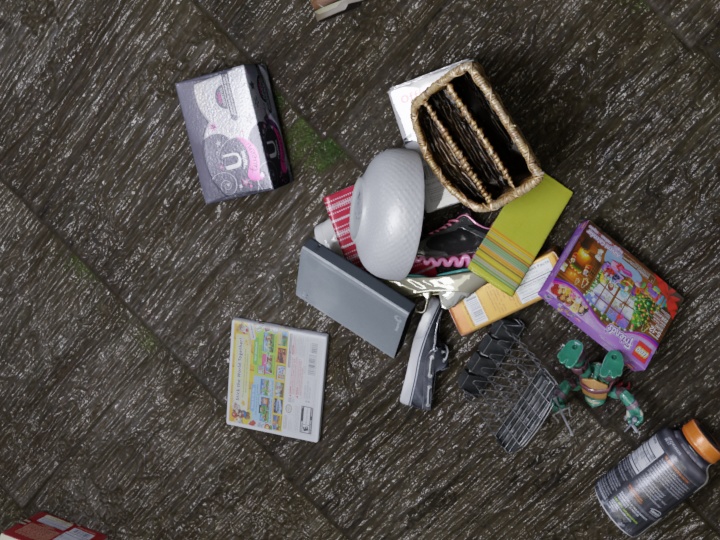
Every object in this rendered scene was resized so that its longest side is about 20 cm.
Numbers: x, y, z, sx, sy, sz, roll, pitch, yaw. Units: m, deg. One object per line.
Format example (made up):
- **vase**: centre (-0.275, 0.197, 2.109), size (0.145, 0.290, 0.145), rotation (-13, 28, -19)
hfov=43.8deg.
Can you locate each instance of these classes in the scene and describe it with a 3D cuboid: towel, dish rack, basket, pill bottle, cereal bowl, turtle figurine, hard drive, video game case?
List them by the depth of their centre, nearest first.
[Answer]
- **basket**: centre (0.157, -0.184, 1.290), size (0.141, 0.149, 0.202), rotation (-32, 97, 15)
- **cereal bowl**: centre (0.032, -0.087, 1.358), size (0.081, 0.200, 0.205), rotation (4, 106, -12)
- **towel**: centre (0.250, -0.063, 1.402), size (0.085, 0.018, 0.202), rotation (33, 76, -1)
- **turtle figurine**: centre (0.370, 0.187, 1.418), size (0.146, 0.102, 0.201), rotation (-3, 144, 16)
- **hard drive**: centre (-0.010, 0.045, 1.421), size (0.198, 0.033, 0.141), rotation (32, 147, 12)
- **dish rack**: centre (0.240, 0.184, 1.425), size (0.054, 0.201, 0.155), rotation (16, 114, -33)
- **pill bottle**: centre (0.483, 0.327, 1.439), size (0.106, 0.106, 0.200), rotation (45, 109, 0)
- **towel**: centre (0.035, -0.050, 1.474), size (0.142, 0.022, 0.204), rotation (-23, 98, -14)
- **video game case**: centre (-0.151, 0.197, 1.612), size (0.178, 0.023, 0.205), rotation (9, 106, 12)

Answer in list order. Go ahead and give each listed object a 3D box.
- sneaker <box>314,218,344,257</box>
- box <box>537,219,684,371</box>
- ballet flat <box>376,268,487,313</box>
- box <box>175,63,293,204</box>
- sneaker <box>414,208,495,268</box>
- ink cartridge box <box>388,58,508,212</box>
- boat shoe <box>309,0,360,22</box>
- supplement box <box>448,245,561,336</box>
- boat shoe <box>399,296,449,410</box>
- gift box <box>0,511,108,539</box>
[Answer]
- **sneaker**: centre (0.000, 0.000, 1.500), size (0.084, 0.073, 0.203), rotation (-26, 94, 21)
- **box**: centre (0.387, 0.039, 1.382), size (0.199, 0.039, 0.138), rotation (37, 75, -5)
- **ballet flat**: centre (0.117, 0.034, 1.429), size (0.195, 0.069, 0.071), rotation (-4, 102, 14)
- **box**: centre (-0.204, -0.226, 1.476), size (0.129, 0.115, 0.204), rotation (-10, 101, 16)
- **sneaker**: centre (0.149, -0.052, 1.445), size (0.195, 0.079, 0.098), rotation (2, 93, -5)
- **ink cartridge box**: centre (0.144, -0.213, 1.407), size (0.142, 0.084, 0.204), rotation (-16, 99, 16)
- **boat shoe**: centre (0.007, -0.454, 1.391), size (0.196, 0.072, 0.069), rotation (-17, 100, 17)
- **supplement box**: centre (0.241, 0.033, 1.452), size (0.197, 0.066, 0.070), rotation (-25, 93, 17)
- **boat shoe**: centre (0.119, 0.143, 1.505), size (0.066, 0.072, 0.204), rotation (16, 109, 12)
- **gift box**: centre (-0.600, 0.600, 1.741), size (0.181, 0.200, 0.191), rotation (17, 91, 13)
